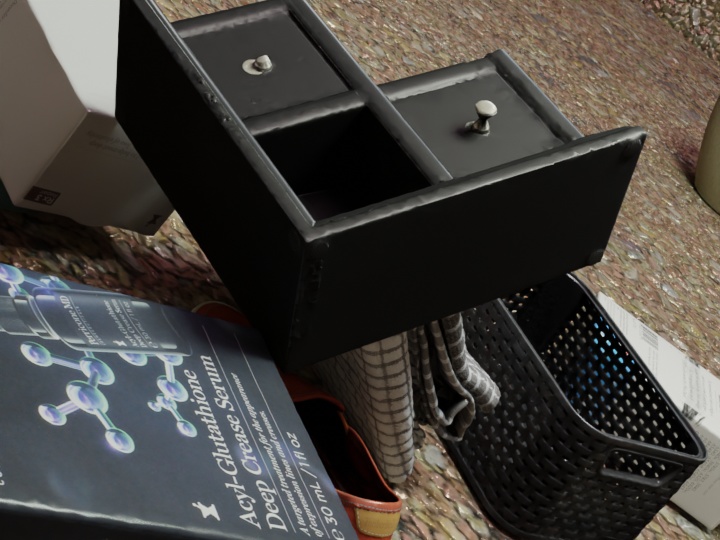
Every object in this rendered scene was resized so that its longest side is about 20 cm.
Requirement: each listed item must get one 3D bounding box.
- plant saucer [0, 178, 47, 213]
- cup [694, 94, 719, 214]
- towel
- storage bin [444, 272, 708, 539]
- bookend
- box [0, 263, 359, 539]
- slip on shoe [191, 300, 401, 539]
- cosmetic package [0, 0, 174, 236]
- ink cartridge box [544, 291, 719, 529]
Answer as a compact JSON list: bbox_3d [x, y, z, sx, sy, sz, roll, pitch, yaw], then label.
[{"bbox_3d":[-0.248,-0.111,0.948,0.199,0.027,0.201,31,24,-15],"label":"plant saucer"},{"bbox_3d":[0.505,-0.133,1.928,0.199,0.144,0.201,30,23,-14],"label":"cup"},{"bbox_3d":[0.000,0.000,0.906,0.200,0.085,0.166,54,-15,36],"label":"towel"},{"bbox_3d":[0.121,0.081,1.030,0.134,0.094,0.201,17,30,-39],"label":"storage bin"},{"bbox_3d":[0.004,-0.074,0.791,0.199,0.093,0.199,-17,52,-26],"label":"bookend"},{"bbox_3d":[-0.121,0.090,0.643,0.199,0.107,0.149,16,31,-39],"label":"box"},{"bbox_3d":[-0.037,0.083,0.838,0.074,0.061,0.200,11,32,-43],"label":"slip on shoe"},{"bbox_3d":[-0.180,-0.123,0.923,0.112,0.081,0.201,11,38,-52],"label":"cosmetic package"},{"bbox_3d":[0.239,0.116,1.164,0.199,0.068,0.116,36,22,-2],"label":"ink cartridge box"}]
